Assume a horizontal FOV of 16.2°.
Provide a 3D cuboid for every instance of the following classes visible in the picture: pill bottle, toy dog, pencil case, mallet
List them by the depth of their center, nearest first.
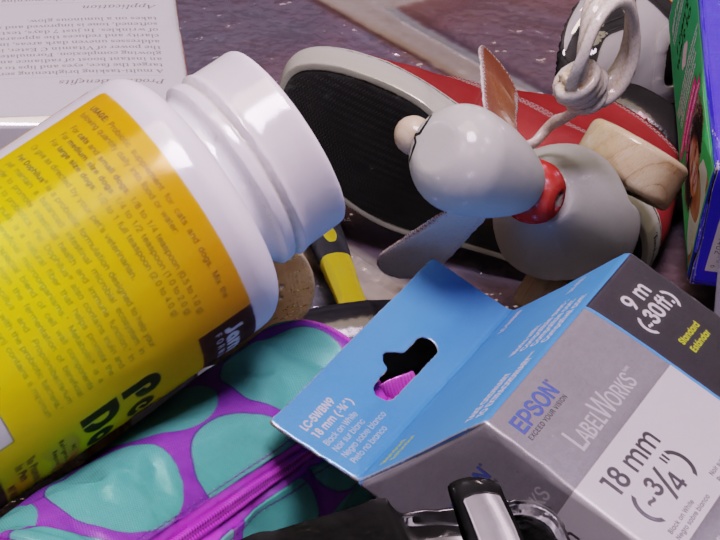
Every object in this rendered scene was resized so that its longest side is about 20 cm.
[{"bbox_3d":[-0.107,0.004,0.934,0.200,0.110,0.109,-35,40,-13],"label":"pill bottle"},{"bbox_3d":[-0.064,0.092,0.942,0.092,0.085,0.200,-19,11,41],"label":"pencil case"},{"bbox_3d":[0.062,-0.041,1.079,0.096,0.200,0.132,25,70,30],"label":"toy dog"},{"bbox_3d":[0.000,0.000,1.166,0.065,0.041,0.200,-1,26,-3],"label":"mallet"}]

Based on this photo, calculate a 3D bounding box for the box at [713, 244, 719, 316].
[{"bbox_3d":[0.248,0.004,1.018,0.199,0.177,0.097,11,31,16],"label":"box"}]

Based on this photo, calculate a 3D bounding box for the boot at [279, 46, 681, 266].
[{"bbox_3d":[0.066,-0.070,1.239,0.199,0.073,0.144,24,33,9],"label":"boot"}]

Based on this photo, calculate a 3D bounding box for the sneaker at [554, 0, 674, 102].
[{"bbox_3d":[0.187,-0.125,1.349,0.199,0.074,0.080,-22,39,-34],"label":"sneaker"}]

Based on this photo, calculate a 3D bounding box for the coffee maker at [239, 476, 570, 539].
[{"bbox_3d":[0.005,0.173,0.721,0.191,0.135,0.200,-27,28,-1],"label":"coffee maker"}]

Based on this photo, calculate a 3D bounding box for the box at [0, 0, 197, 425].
[{"bbox_3d":[-0.130,-0.043,1.116,0.106,0.153,0.200,-2,30,-7],"label":"box"}]

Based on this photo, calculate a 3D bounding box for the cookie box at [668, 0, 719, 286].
[{"bbox_3d":[0.237,-0.077,1.204,0.170,0.075,0.201,7,42,-4],"label":"cookie box"}]

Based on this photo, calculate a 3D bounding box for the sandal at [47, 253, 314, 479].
[{"bbox_3d":[-0.110,0.047,1.000,0.211,0.078,0.070,-24,34,-9],"label":"sandal"}]

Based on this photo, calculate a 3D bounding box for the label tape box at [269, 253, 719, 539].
[{"bbox_3d":[0.088,0.063,0.949,0.200,0.063,0.144,36,38,8],"label":"label tape box"}]
